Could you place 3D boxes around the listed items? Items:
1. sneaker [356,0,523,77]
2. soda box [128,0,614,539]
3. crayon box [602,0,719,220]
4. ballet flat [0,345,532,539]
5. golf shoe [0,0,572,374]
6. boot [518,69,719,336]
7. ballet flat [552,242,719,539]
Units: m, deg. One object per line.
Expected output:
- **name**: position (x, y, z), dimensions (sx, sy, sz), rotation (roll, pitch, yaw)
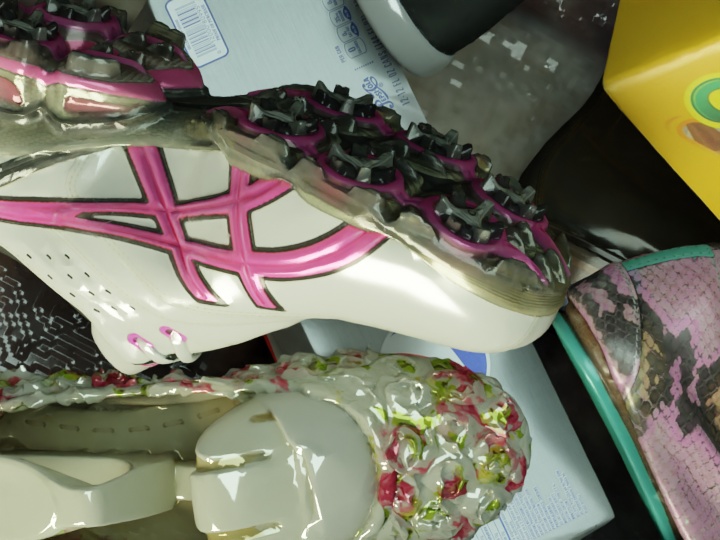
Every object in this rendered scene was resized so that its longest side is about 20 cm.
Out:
- **sneaker**: position (0.026, -0.164, 0.815), dimensions (0.099, 0.071, 0.200), rotation (-26, 68, 18)
- **soda box**: position (0.000, 0.000, 0.824), dimensions (0.063, 0.068, 0.200), rotation (-25, 90, -13)
- **crayon box**: position (0.156, -0.044, 0.738), dimensions (0.200, 0.127, 0.051), rotation (44, 43, -30)
- **ballet flat**: position (-0.053, 0.062, 0.769), dimensions (0.200, 0.064, 0.076), rotation (-5, 96, 17)
- **golf shoe**: position (-0.035, -0.010, 0.753), dimensions (0.200, 0.073, 0.092), rotation (21, 109, 24)
- **boot**: position (0.143, 0.003, 0.851), dimensions (0.200, 0.075, 0.097), rotation (25, 82, -6)
- **ballet flat**: position (0.117, 0.080, 0.807), dimensions (0.071, 0.069, 0.200), rotation (-20, 115, 0)
